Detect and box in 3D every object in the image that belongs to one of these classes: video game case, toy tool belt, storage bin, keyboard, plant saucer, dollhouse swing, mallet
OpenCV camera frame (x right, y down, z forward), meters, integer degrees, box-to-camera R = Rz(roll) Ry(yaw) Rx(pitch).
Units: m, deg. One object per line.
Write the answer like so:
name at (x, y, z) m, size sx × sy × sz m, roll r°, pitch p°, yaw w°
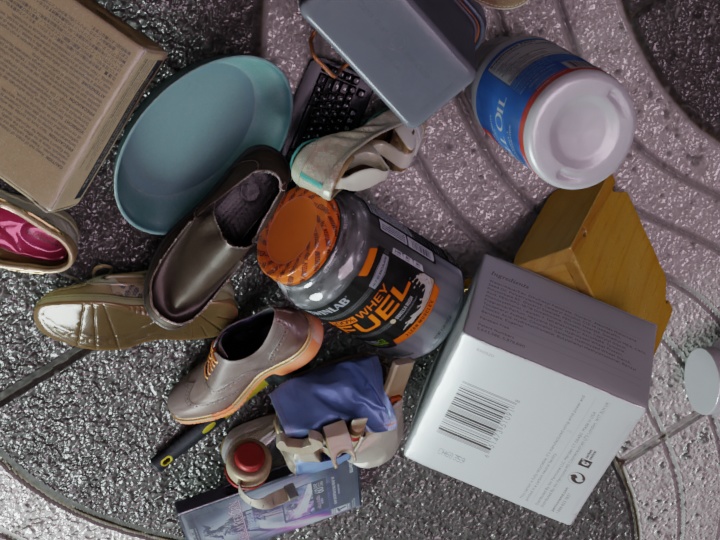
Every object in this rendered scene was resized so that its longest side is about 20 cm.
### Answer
video game case at (-0.095, 0.252, 1.389) m, size 0.198 × 0.019 × 0.144 m, roll -19°, pitch 148°, yaw -10°
toy tool belt at (-0.042, 0.146, 1.285) m, size 0.198 × 0.126 × 0.123 m, roll -19°, pitch 153°, yaw -19°
storage bin at (0.016, -0.225, 1.175) m, size 0.145 × 0.135 × 0.200 m, roll -38°, pitch 114°, yaw 19°
keyboard at (-0.038, -0.103, 1.283) m, size 0.103 × 0.040 × 0.202 m, roll 17°, pitch 107°, yaw -23°
plant saucer at (-0.152, -0.124, 1.199) m, size 0.199 × 0.036 × 0.201 m, roll -32°, pitch 149°, yaw -22°
dollhouse swing at (0.212, 0.028, 1.422) m, size 0.201 × 0.174 × 0.182 m, roll 58°, pitch 47°, yaw -28°
mallet at (-0.135, 0.153, 1.366) m, size 0.200 × 0.041 × 0.066 m, roll -44°, pitch 120°, yaw 9°

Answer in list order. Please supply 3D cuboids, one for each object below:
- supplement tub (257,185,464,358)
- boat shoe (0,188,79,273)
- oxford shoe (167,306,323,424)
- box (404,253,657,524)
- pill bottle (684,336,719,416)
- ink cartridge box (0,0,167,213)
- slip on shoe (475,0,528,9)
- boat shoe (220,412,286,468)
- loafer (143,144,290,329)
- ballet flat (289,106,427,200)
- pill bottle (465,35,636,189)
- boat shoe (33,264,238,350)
supplement tub at (0.000, 0.000, 1.272) m, size 0.199 × 0.123 × 0.123 m, roll 29°, pitch 102°, yaw -39°
boat shoe at (-0.354, -0.044, 1.189) m, size 0.198 × 0.069 × 0.075 m, roll 13°, pitch 108°, yaw -22°
oxford shoe at (-0.132, 0.089, 1.288) m, size 0.199 × 0.072 × 0.073 m, roll -35°, pitch 141°, yaw 25°
box at (0.173, 0.124, 1.326) m, size 0.198 × 0.131 × 0.200 m, roll 22°, pitch 132°, yaw 0°
pill bottle at (0.485, 0.123, 1.505) m, size 0.197 × 0.113 × 0.114 m, roll -2°, pitch 113°, yaw -17°
ink cartridge box at (-0.293, -0.175, 1.106) m, size 0.199 × 0.075 × 0.166 m, roll 35°, pitch 101°, yaw 2°
slip on shoe at (0.093, -0.305, 1.145) m, size 0.076 × 0.061 × 0.200 m, roll -40°, pitch 119°, yaw 6°
boat shoe at (-0.051, 0.175, 1.379) m, size 0.198 × 0.069 × 0.071 m, roll -27°, pitch 116°, yaw -6°
loafer at (-0.138, -0.031, 1.206) m, size 0.073 × 0.071 × 0.201 m, roll 33°, pitch 94°, yaw -13°
ballet flat at (0.014, -0.109, 1.234) m, size 0.199 × 0.062 × 0.068 m, roll -28°, pitch 145°, yaw -42°
pill bottle at (0.172, -0.161, 1.234) m, size 0.111 × 0.200 × 0.114 m, roll -6°, pitch 114°, yaw -15°
boat shoe at (-0.223, 0.032, 1.276) m, size 0.197 × 0.063 × 0.074 m, roll 0°, pitch 138°, yaw -15°
